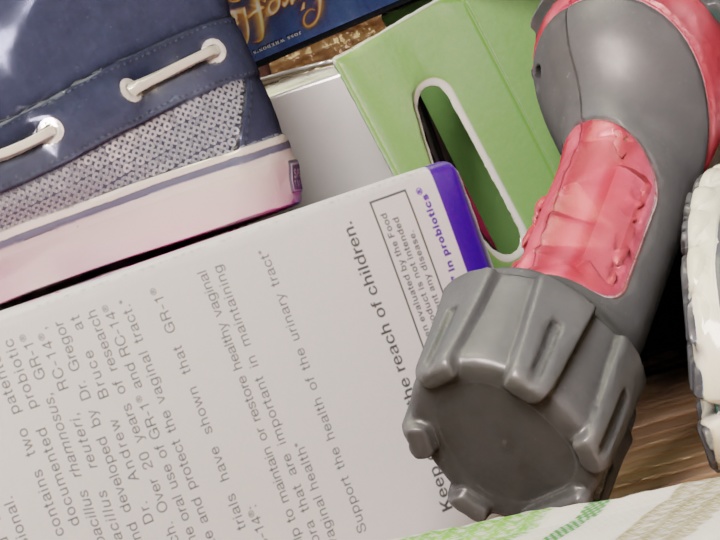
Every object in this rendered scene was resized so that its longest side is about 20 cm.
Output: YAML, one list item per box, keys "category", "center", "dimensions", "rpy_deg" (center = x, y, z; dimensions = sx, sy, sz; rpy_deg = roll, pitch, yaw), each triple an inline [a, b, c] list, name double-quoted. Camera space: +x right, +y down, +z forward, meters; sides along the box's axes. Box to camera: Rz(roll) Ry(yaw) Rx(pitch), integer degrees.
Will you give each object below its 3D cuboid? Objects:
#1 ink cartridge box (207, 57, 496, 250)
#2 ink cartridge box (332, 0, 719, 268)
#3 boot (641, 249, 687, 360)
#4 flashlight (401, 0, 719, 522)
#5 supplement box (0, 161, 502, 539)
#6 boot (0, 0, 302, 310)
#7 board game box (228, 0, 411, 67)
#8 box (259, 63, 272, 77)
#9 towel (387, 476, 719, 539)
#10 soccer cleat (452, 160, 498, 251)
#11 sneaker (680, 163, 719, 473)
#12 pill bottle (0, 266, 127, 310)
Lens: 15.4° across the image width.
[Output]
- category: "ink cartridge box"
  center: [0.000, 0.000, 0.926]
  dimensions: [0.083, 0.147, 0.200]
  rpy_deg: [-18, 4, 9]
- category: "ink cartridge box"
  center: [0.076, -0.061, 0.855]
  dimensions: [0.200, 0.104, 0.059]
  rpy_deg: [-32, 9, -29]
- category: "boot"
  center: [0.130, -0.009, 1.075]
  dimensions: [0.165, 0.066, 0.200]
  rpy_deg: [-28, 2, -17]
- category: "flashlight"
  center: [0.060, -0.019, 0.724]
  dimensions: [0.068, 0.068, 0.200]
  rpy_deg: [13, 39, 13]
- category: "supplement box"
  center: [-0.060, 0.051, 0.721]
  dimensions: [0.200, 0.104, 0.101]
  rpy_deg: [-22, 3, -35]
- category: "boot"
  center: [-0.121, -0.030, 0.740]
  dimensions: [0.200, 0.090, 0.073]
  rpy_deg: [-20, 0, -19]
- category: "board game box"
  center: [0.050, -0.125, 0.846]
  dimensions: [0.200, 0.035, 0.135]
  rpy_deg: [-20, 12, 37]
- category: "box"
  center: [-0.125, 0.002, 1.188]
  dimensions: [0.166, 0.200, 0.164]
  rpy_deg: [-19, 2, -34]
- category: "towel"
  center: [0.018, 0.077, 0.496]
  dimensions: [0.200, 0.031, 0.149]
  rpy_deg: [-14, 6, 32]
- category: "soccer cleat"
  center: [0.106, -0.055, 0.951]
  dimensions: [0.086, 0.070, 0.200]
  rpy_deg: [-33, -5, 33]
- category: "sneaker"
  center: [0.143, 0.001, 0.728]
  dimensions: [0.080, 0.078, 0.200]
  rpy_deg: [-2, 12, 32]
- category: "pill bottle"
  center: [-0.121, 0.060, 0.870]
  dimensions: [0.111, 0.111, 0.200]
  rpy_deg: [-19, 2, -26]
